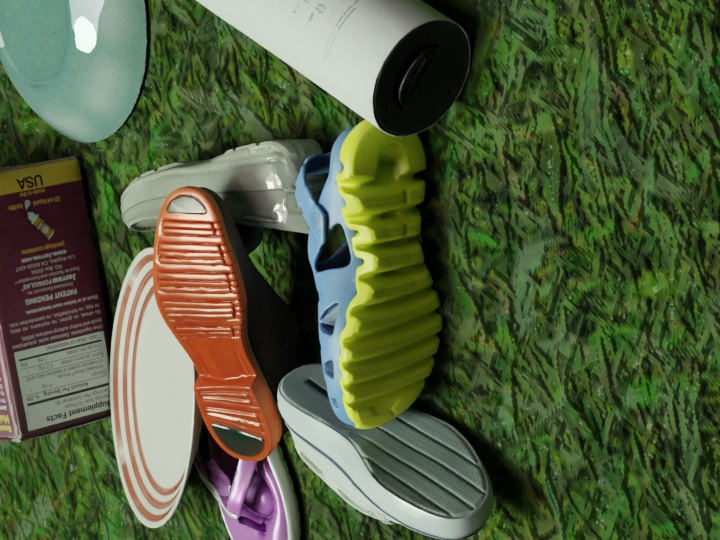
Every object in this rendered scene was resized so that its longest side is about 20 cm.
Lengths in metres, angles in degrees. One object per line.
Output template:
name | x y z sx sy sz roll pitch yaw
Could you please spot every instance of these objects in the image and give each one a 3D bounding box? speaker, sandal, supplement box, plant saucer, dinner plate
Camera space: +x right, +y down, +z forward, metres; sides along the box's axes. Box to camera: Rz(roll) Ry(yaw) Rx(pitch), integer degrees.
speaker | -0.022 -0.161 1.567 0.200 0.081 0.082 37 128 39
sandal | 0.000 0.000 1.601 0.087 0.079 0.202 8 99 53
sandal | -0.095 0.125 1.770 0.082 0.050 0.204 -8 95 52
supplement box | -0.270 0.022 1.913 0.130 0.103 0.202 -3 98 51
plant saucer | -0.230 -0.191 1.848 0.200 0.038 0.203 21 117 47
dinner plate | -0.143 0.084 1.804 0.200 0.024 0.202 180 90 -69

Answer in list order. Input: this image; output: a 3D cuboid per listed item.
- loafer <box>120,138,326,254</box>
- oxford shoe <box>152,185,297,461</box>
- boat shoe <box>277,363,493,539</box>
loafer | -0.097 -0.042 1.705 0.199 0.070 0.070 -11 84 51
oxford shoe | -0.086 0.026 1.679 0.071 0.073 0.201 7 123 32
boat shoe | 0.021 0.128 1.626 0.200 0.073 0.067 39 148 46
